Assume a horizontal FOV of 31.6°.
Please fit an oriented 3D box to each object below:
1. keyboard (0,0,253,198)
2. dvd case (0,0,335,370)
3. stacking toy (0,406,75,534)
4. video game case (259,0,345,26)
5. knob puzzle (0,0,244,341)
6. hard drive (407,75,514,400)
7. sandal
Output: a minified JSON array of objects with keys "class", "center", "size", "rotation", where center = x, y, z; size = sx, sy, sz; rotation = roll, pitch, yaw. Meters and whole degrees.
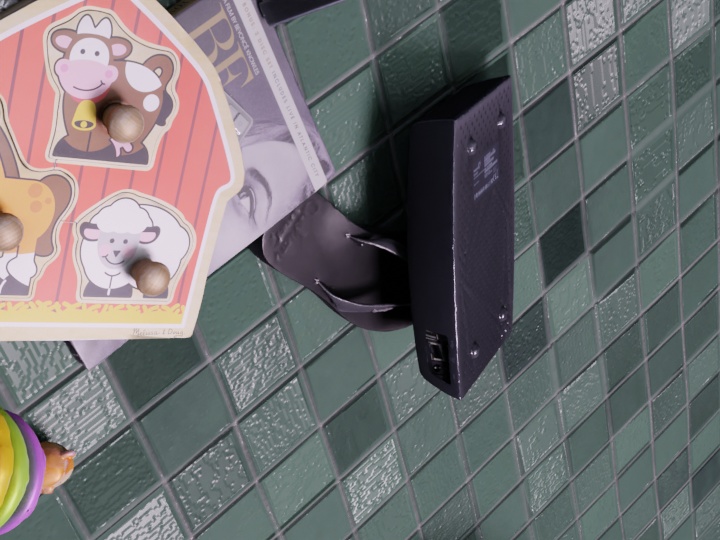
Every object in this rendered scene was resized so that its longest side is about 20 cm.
[{"class":"keyboard","center":[-0.132,-0.114,0.664],"size":[0.056,0.011,0.200],"rotation":[-54,132,-7]},{"class":"dvd case","center":[-0.111,-0.059,0.722],"size":[0.200,0.016,0.149],"rotation":[-41,128,-24]},{"class":"stacking toy","center":[-0.212,0.104,0.671],"size":[0.116,0.110,0.200],"rotation":[-31,161,10]},{"class":"video game case","center":[0.055,-0.197,0.729],"size":[0.200,0.143,0.019],"rotation":[-35,108,-35]},{"class":"knob puzzle","center":[-0.142,-0.054,0.657],"size":[0.219,0.030,0.220],"rotation":[-15,119,-30]},{"class":"hard drive","center":[0.073,-0.026,0.892],"size":[0.135,0.042,0.200],"rotation":[-43,135,-57]},{"class":"sandal","center":[-0.001,0.000,0.870],"size":[0.200,0.043,0.076],"rotation":[21,96,-51]}]
